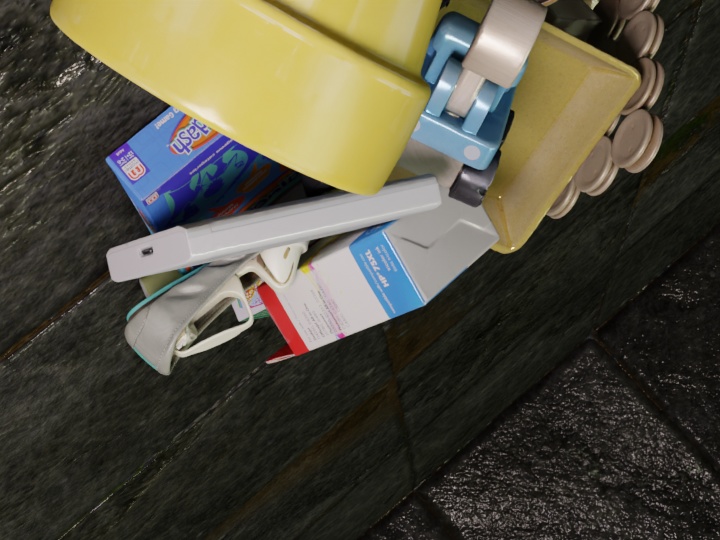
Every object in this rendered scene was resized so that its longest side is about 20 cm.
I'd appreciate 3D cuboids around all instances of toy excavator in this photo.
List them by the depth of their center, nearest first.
[{"bbox_3d":[0.078,-0.141,1.066,0.195,0.099,0.201,-69,-176,-53],"label":"toy excavator"}]

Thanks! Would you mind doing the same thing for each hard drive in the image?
[{"bbox_3d":[-0.060,-0.029,1.040,0.199,0.027,0.132,-14,-179,-33],"label":"hard drive"}]

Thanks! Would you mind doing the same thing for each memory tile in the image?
[{"bbox_3d":[0.206,-0.151,1.268,0.153,0.017,0.202,-38,-143,53],"label":"memory tile"}]

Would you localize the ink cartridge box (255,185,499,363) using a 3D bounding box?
[{"bbox_3d":[0.000,0.000,1.198,0.199,0.068,0.116,-23,-169,45],"label":"ink cartridge box"}]

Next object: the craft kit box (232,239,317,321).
[{"bbox_3d":[0.005,-0.017,1.392,0.197,0.049,0.200,-29,171,27],"label":"craft kit box"}]

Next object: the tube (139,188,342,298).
[{"bbox_3d":[-0.083,-0.019,1.220,0.199,0.058,0.052,-29,126,-8],"label":"tube"}]

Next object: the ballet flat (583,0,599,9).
[{"bbox_3d":[0.203,-0.208,1.444,0.070,0.065,0.200,-29,160,-38],"label":"ballet flat"}]

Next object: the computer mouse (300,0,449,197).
[{"bbox_3d":[0.001,-0.140,1.074,0.201,0.046,0.140,-56,-172,-8],"label":"computer mouse"}]

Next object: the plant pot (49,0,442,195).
[{"bbox_3d":[-0.031,-0.168,0.777,0.190,0.200,0.201,-60,161,9],"label":"plant pot"}]

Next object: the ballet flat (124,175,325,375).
[{"bbox_3d":[-0.088,0.006,1.142,0.200,0.064,0.067,-39,165,-13],"label":"ballet flat"}]

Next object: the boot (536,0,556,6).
[{"bbox_3d":[0.150,-0.297,1.080,0.201,0.072,0.166,-52,155,3],"label":"boot"}]

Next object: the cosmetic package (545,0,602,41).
[{"bbox_3d":[0.108,-0.167,1.308,0.200,0.071,0.105,-50,162,25],"label":"cosmetic package"}]

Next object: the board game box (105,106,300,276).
[{"bbox_3d":[-0.095,-0.078,1.101,0.152,0.045,0.200,-40,165,-8],"label":"board game box"}]

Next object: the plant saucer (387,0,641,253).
[{"bbox_3d":[0.094,-0.133,1.229,0.201,0.199,0.049,-56,-158,28],"label":"plant saucer"}]
